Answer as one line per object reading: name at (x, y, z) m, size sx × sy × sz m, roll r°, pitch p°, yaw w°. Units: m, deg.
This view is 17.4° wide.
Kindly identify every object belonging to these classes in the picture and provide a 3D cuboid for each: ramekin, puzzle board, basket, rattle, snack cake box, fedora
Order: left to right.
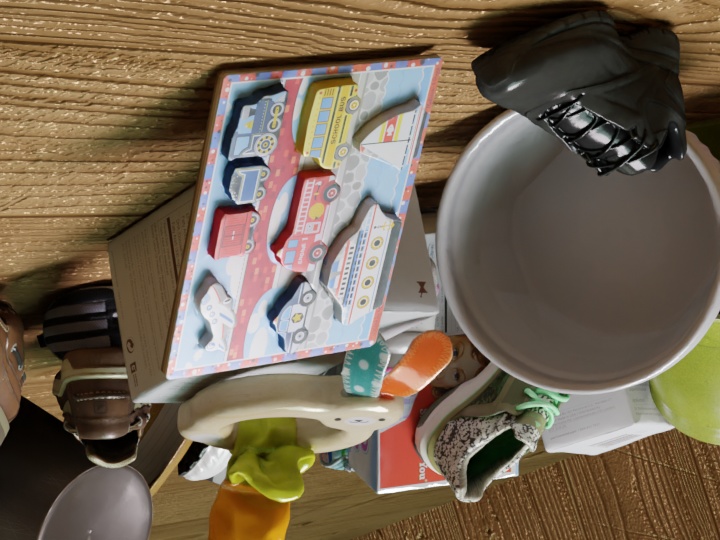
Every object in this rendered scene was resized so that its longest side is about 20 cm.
basket at (-0.264, 0.164, 1.766) m, size 0.200 × 0.136 × 0.180 m, roll 21°, pitch -166°, yaw 40°
fedora at (-0.173, 0.096, 1.848) m, size 0.082 × 0.201 × 0.201 m, roll 30°, pitch 151°, yaw -15°
puzzle board at (-0.032, -0.029, 1.369) m, size 0.151 × 0.017 × 0.200 m, roll -8°, pitch 125°, yaw -33°
rattle at (-0.027, 0.125, 1.523) m, size 0.200 × 0.143 × 0.130 m, roll -12°, pitch 142°, yaw 36°
snack cake box at (0.054, 0.057, 1.740) m, size 0.115 × 0.200 × 0.067 m, roll -6°, pitch -162°, yaw -19°
ramekin at (0.159, -0.022, 1.574) m, size 0.200 × 0.200 × 0.105 m, roll -21°, pitch 177°, yaw 22°

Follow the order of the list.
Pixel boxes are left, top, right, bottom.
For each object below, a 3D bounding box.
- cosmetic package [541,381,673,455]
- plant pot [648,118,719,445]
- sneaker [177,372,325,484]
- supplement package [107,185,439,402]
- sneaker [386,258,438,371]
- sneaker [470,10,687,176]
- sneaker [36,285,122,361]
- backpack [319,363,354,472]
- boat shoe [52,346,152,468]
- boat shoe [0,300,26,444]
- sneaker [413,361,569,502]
cosmetic package at (0.173, 0.039, 1.858) m, size 0.081 × 0.200 × 0.113 m, roll -20°, pitch 166°, yaw 22°
plant pot at (0.277, 0.024, 1.753) m, size 0.200 × 0.200 × 0.193 m, roll -15°, pitch 138°, yaw -7°
sneaker at (-0.065, 0.100, 1.820) m, size 0.079 × 0.074 × 0.200 m, roll 22°, pitch 132°, yaw -23°
supplement package at (-0.061, 0.004, 1.538) m, size 0.117 × 0.117 × 0.200 m, roll 3°, pitch 160°, yaw -38°
sneaker at (0.000, 0.000, 1.626) m, size 0.081 × 0.088 × 0.200 m, roll 5°, pitch -163°, yaw -35°
sneaker at (0.143, -0.102, 1.413) m, size 0.076 × 0.091 × 0.200 m, roll -23°, pitch 166°, yaw 38°
sneaker at (-0.140, 0.034, 1.752) m, size 0.200 × 0.074 × 0.088 m, roll -2°, pitch 175°, yaw -16°
backpack at (0.019, 0.080, 1.903) m, size 0.151 × 0.178 × 0.200 m, roll 7°, pitch 165°, yaw -10°
boat shoe at (-0.185, 0.105, 1.682) m, size 0.075 × 0.075 × 0.202 m, roll -4°, pitch 170°, yaw -1°
boat shoe at (-0.270, 0.047, 1.616) m, size 0.072 × 0.068 × 0.200 m, roll 21°, pitch 152°, yaw 7°
sneaker at (0.124, 0.092, 1.671) m, size 0.077 × 0.089 × 0.200 m, roll 31°, pitch 110°, yaw -28°
